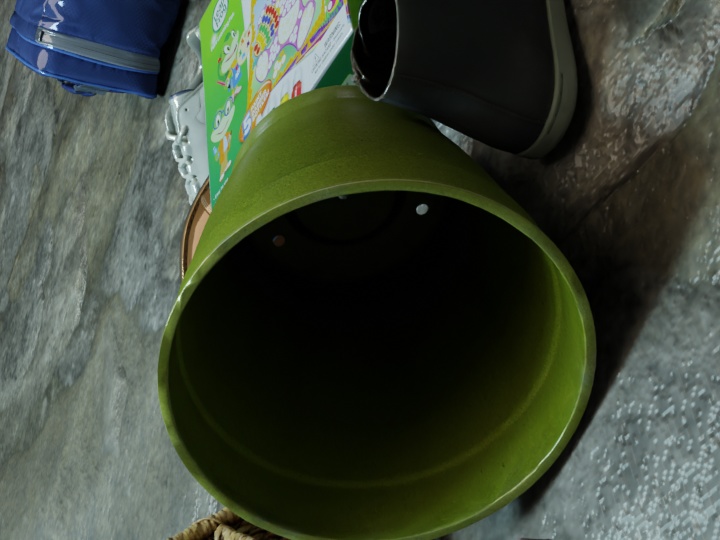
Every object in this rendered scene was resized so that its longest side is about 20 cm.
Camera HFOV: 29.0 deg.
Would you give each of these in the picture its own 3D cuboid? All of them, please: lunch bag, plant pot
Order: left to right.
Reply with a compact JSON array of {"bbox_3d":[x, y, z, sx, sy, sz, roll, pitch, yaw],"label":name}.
[{"bbox_3d":[-0.268,-0.238,1.361,0.200,0.135,0.133,33,109,63],"label":"lunch bag"},{"bbox_3d":[0.000,0.000,0.710,0.193,0.200,0.201,-100,32,-59],"label":"plant pot"}]

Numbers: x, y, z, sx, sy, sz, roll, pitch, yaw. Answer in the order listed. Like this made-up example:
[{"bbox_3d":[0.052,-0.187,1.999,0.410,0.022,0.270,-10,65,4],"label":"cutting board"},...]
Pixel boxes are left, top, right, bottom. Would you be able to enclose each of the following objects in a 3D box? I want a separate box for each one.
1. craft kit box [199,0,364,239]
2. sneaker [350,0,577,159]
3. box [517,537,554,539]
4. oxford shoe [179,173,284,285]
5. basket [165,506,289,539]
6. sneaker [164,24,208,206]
[{"bbox_3d":[-0.043,-0.150,0.885,0.200,0.048,0.198,-51,34,43],"label":"craft kit box"},{"bbox_3d":[0.046,-0.153,0.741,0.075,0.106,0.200,-55,32,38],"label":"sneaker"},{"bbox_3d":[0.110,0.196,0.402,0.097,0.175,0.201,-50,39,43],"label":"box"},{"bbox_3d":[-0.077,-0.040,0.985,0.071,0.071,0.201,15,91,59],"label":"oxford shoe"},{"bbox_3d":[-0.072,0.195,0.795,0.200,0.142,0.150,-3,78,62],"label":"basket"},{"bbox_3d":[-0.111,-0.092,1.050,0.074,0.087,0.201,4,85,61],"label":"sneaker"}]
